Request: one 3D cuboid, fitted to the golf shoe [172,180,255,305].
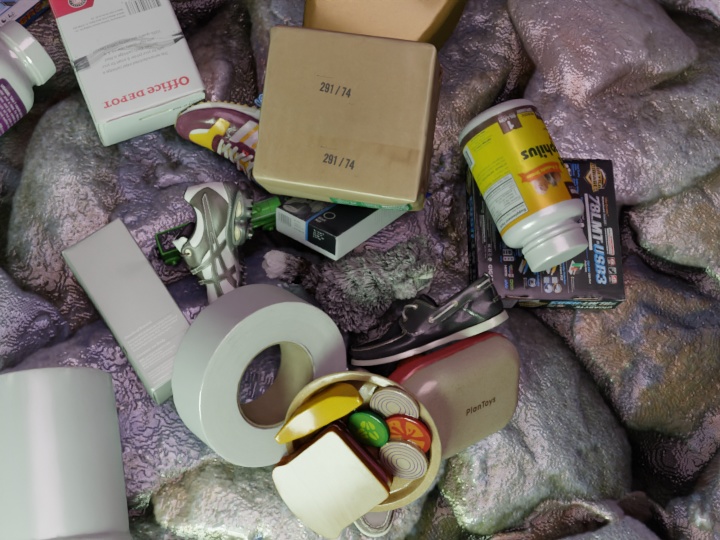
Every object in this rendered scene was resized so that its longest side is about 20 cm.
[{"bbox_3d":[-0.181,-0.012,1.267,0.094,0.078,0.202,4,104,-10],"label":"golf shoe"}]

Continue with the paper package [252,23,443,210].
[{"bbox_3d":[-0.014,-0.174,1.220,0.198,0.103,0.193,8,90,8],"label":"paper package"}]

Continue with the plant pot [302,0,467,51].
[{"bbox_3d":[0.017,-0.327,1.351,0.193,0.196,0.201,28,75,1],"label":"plant pot"}]

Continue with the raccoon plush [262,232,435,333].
[{"bbox_3d":[0.000,0.000,1.256,0.199,0.134,0.097,13,47,-42],"label":"raccoon plush"}]

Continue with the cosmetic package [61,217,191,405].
[{"bbox_3d":[-0.265,0.049,1.251,0.090,0.107,0.200,-35,80,-15],"label":"cosmetic package"}]

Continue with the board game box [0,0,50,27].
[{"bbox_3d":[-0.461,-0.397,1.383,0.135,0.034,0.200,43,73,5],"label":"board game box"}]

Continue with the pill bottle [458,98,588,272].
[{"bbox_3d":[0.208,-0.104,1.310,0.108,0.109,0.201,-20,77,-13],"label":"pill bottle"}]

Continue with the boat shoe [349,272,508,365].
[{"bbox_3d":[0.076,0.063,1.275,0.198,0.072,0.068,-21,96,4],"label":"boat shoe"}]

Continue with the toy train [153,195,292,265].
[{"bbox_3d":[-0.166,-0.058,1.320,0.199,0.056,0.042,-21,78,-13],"label":"toy train"}]

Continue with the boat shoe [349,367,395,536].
[{"bbox_3d":[0.007,0.218,1.266,0.071,0.060,0.202,-4,75,-9],"label":"boat shoe"}]

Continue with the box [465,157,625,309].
[{"bbox_3d":[0.241,-0.051,1.380,0.197,0.050,0.202,1,74,-9],"label":"box"}]

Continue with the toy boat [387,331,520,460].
[{"bbox_3d":[0.093,0.142,1.274,0.199,0.130,0.132,-18,118,-38],"label":"toy boat"}]

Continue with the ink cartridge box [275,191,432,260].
[{"bbox_3d":[-0.004,-0.087,1.301,0.099,0.039,0.200,25,41,29],"label":"ink cartridge box"}]

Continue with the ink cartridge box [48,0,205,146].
[{"bbox_3d":[-0.299,-0.279,1.348,0.144,0.083,0.201,-20,79,-13],"label":"ink cartridge box"}]

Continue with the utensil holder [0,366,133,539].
[{"bbox_3d":[-0.345,0.222,1.159,0.168,0.170,0.202,-6,74,-10],"label":"utensil holder"}]

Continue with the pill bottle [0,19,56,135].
[{"bbox_3d":[-0.477,-0.213,1.290,0.112,0.112,0.200,43,73,5],"label":"pill bottle"}]

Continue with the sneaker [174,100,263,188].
[{"bbox_3d":[-0.141,-0.155,1.341,0.198,0.075,0.091,7,68,-5],"label":"sneaker"}]

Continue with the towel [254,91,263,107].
[{"bbox_3d":[-0.026,-0.193,1.349,0.199,0.024,0.147,31,30,3],"label":"towel"}]

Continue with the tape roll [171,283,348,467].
[{"bbox_3d":[-0.114,0.121,1.210,0.201,0.071,0.204,-14,114,-34],"label":"tape roll"}]

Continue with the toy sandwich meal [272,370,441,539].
[{"bbox_3d":[-0.009,0.207,1.175,0.203,0.070,0.207,5,115,12],"label":"toy sandwich meal"}]
